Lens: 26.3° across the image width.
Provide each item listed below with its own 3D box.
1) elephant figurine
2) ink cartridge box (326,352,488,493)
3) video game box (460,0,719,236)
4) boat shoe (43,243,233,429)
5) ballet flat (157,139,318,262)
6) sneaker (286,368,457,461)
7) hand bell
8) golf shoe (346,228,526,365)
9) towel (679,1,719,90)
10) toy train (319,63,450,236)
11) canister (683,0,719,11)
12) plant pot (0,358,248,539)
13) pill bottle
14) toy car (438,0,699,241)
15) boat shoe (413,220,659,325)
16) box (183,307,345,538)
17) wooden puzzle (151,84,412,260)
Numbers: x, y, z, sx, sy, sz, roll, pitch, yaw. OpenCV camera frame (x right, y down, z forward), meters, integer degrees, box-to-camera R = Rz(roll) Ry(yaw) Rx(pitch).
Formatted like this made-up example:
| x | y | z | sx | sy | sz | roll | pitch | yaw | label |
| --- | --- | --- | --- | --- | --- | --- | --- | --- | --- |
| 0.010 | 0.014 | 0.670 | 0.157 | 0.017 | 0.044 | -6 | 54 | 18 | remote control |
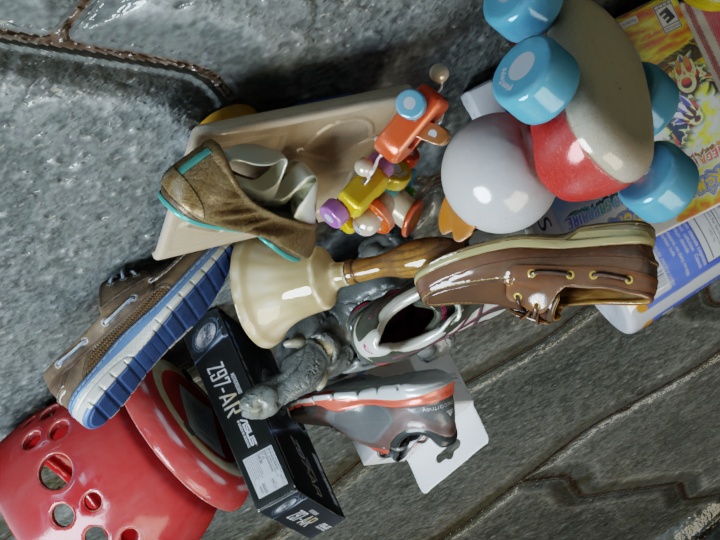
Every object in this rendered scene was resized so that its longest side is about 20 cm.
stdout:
| x | y | z | sx | sy | sz | roll | pitch | yaw | label |
| --- | --- | --- | --- | --- | --- | --- | --- | --- | --- |
| -0.024 | 0.052 | 1.441 | 0.199 | 0.142 | 0.155 | -31 | 153 | 8 | elephant figurine |
| 0.034 | 0.115 | 1.546 | 0.067 | 0.201 | 0.117 | 1 | 144 | -46 | ink cartridge box |
| 0.212 | -0.111 | 1.308 | 0.199 | 0.183 | 0.047 | -27 | -176 | -2 | video game box |
| -0.190 | 0.036 | 1.307 | 0.200 | 0.072 | 0.072 | -49 | 163 | -16 | boat shoe |
| -0.075 | -0.058 | 1.168 | 0.072 | 0.068 | 0.200 | -50 | 150 | 11 | ballet flat |
| 0.009 | 0.144 | 1.451 | 0.199 | 0.082 | 0.077 | -8 | -172 | 45 | sneaker |
| 0.000 | 0.000 | 1.317 | 0.199 | 0.105 | 0.104 | -11 | 162 | 22 | hand bell |
| 0.084 | 0.023 | 1.331 | 0.200 | 0.077 | 0.088 | -33 | -174 | -5 | golf shoe |
| 0.256 | -0.142 | 1.347 | 0.199 | 0.147 | 0.030 | -26 | 180 | -3 | towel |
| 0.040 | -0.082 | 1.233 | 0.150 | 0.056 | 0.200 | -50 | 172 | 3 | toy train |
| 0.326 | -0.297 | 1.175 | 0.148 | 0.087 | 0.200 | -17 | 155 | -22 | canister |
| -0.220 | 0.189 | 1.449 | 0.182 | 0.201 | 0.200 | -40 | 154 | 9 | plant pot |
| 0.294 | -0.040 | 1.395 | 0.200 | 0.112 | 0.112 | -33 | 156 | -6 | pill bottle |
| 0.128 | -0.104 | 1.218 | 0.200 | 0.178 | 0.184 | -34 | 130 | 31 | toy car |
| 0.143 | 0.009 | 1.246 | 0.199 | 0.068 | 0.072 | -8 | 164 | 6 | boat shoe |
| -0.093 | 0.150 | 1.486 | 0.043 | 0.201 | 0.160 | -28 | 155 | 6 | box |
| -0.070 | -0.087 | 1.238 | 0.184 | 0.046 | 0.200 | -14 | 157 | -27 | wooden puzzle |
